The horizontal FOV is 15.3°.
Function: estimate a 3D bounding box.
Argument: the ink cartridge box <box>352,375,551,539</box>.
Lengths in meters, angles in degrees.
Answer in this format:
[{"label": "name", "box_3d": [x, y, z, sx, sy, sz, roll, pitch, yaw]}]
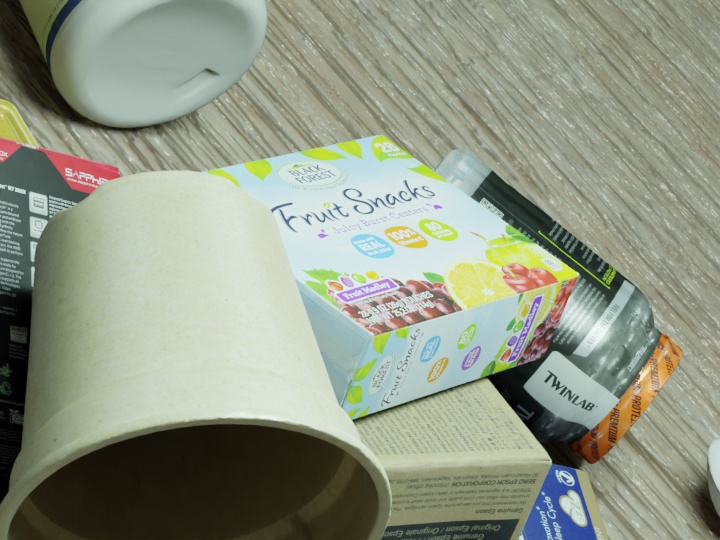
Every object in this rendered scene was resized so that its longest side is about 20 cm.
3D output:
[{"label": "ink cartridge box", "box_3d": [-0.011, 0.080, 1.561, 0.165, 0.075, 0.200, 0, 35, -33]}]

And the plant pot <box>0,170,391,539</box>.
[{"label": "plant pot", "box_3d": [-0.097, 0.058, 1.386, 0.200, 0.200, 0.184, 14, 47, -30]}]

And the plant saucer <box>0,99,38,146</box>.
[{"label": "plant saucer", "box_3d": [-0.238, -0.030, 1.556, 0.200, 0.048, 0.200, -6, 56, -45]}]

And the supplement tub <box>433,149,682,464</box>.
[{"label": "supplement tub", "box_3d": [0.101, 0.026, 1.729, 0.200, 0.123, 0.123, 39, 35, 1]}]

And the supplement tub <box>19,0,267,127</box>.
[{"label": "supplement tub", "box_3d": [-0.158, -0.209, 1.739, 0.145, 0.145, 0.200, 3, 49, -39]}]

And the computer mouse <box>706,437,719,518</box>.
[{"label": "computer mouse", "box_3d": [0.300, 0.170, 1.819, 0.200, 0.044, 0.110, 25, 42, -28]}]

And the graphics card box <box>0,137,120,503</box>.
[{"label": "graphics card box", "box_3d": [-0.190, 0.028, 1.470, 0.125, 0.051, 0.200, 14, 61, -40]}]

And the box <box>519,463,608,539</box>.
[{"label": "box", "box_3d": [0.068, 0.159, 1.632, 0.200, 0.032, 0.121, 14, 42, -30]}]

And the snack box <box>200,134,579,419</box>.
[{"label": "snack box", "box_3d": [0.000, 0.000, 1.557, 0.169, 0.068, 0.200, 37, 30, 29]}]
